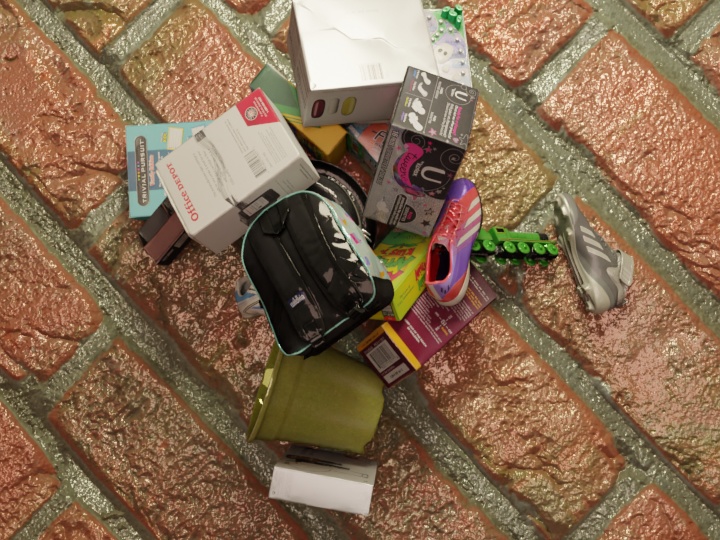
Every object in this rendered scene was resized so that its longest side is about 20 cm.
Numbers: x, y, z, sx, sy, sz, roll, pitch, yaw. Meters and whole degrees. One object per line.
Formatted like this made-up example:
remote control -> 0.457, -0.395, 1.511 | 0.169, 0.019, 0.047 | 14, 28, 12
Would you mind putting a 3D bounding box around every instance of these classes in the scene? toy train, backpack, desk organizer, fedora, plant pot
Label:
toy train -> 0.230, -0.040, 1.454 | 0.197, 0.042, 0.057 | 2, 51, -31
backpack -> -0.063, -0.003, 1.279 | 0.175, 0.153, 0.201 | -36, 80, 17
desk organizer -> -0.278, -0.109, 1.466 | 0.077, 0.072, 0.201 | 41, 92, 5
fedora -> -0.065, -0.082, 1.407 | 0.197, 0.092, 0.204 | 1, 81, -5
plant pot -> -0.063, 0.197, 1.441 | 0.182, 0.200, 0.203 | 19, 89, -7

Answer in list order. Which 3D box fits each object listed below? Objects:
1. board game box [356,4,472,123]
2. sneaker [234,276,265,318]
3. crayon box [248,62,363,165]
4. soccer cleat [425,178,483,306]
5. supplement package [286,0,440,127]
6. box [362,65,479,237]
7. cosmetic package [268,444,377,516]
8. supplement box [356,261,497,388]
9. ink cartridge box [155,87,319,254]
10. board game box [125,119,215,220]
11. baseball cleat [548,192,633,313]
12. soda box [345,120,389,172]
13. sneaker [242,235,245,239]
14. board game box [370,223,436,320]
board game box -> 0.080, -0.337, 1.487 | 0.196, 0.026, 0.203 | -3, 72, -5
sneaker -> -0.133, 0.035, 1.434 | 0.072, 0.198, 0.073 | -33, 107, -39
crayon box -> -0.085, -0.232, 1.477 | 0.199, 0.126, 0.052 | 41, 85, 4
soccer cleat -> 0.135, -0.052, 1.365 | 0.067, 0.073, 0.203 | 1, 70, 30
supplement package -> 0.001, -0.319, 1.394 | 0.197, 0.111, 0.158 | -8, 72, -12
box -> 0.087, -0.167, 1.342 | 0.113, 0.201, 0.133 | 17, 53, -1
cosmetic package -> -0.051, 0.319, 1.417 | 0.148, 0.200, 0.053 | 12, 89, 3
supplement box -> 0.103, 0.079, 1.422 | 0.199, 0.110, 0.086 | -38, 87, -30
ink cartridge box -> -0.183, -0.145, 1.360 | 0.199, 0.083, 0.146 | -35, 63, 6
board game box -> -0.284, -0.167, 1.527 | 0.196, 0.047, 0.154 | -3, 88, 3
baseball cleat -> 0.375, -0.035, 1.485 | 0.105, 0.070, 0.203 | -17, 91, -12
soda box -> 0.061, -0.170, 1.495 | 0.063, 0.068, 0.200 | -41, 86, -8
sneaker -> -0.141, -0.124, 1.506 | 0.077, 0.077, 0.203 | 6, 80, 32
board game box -> 0.059, -0.003, 1.405 | 0.100, 0.200, 0.048 | 2, 124, 36
